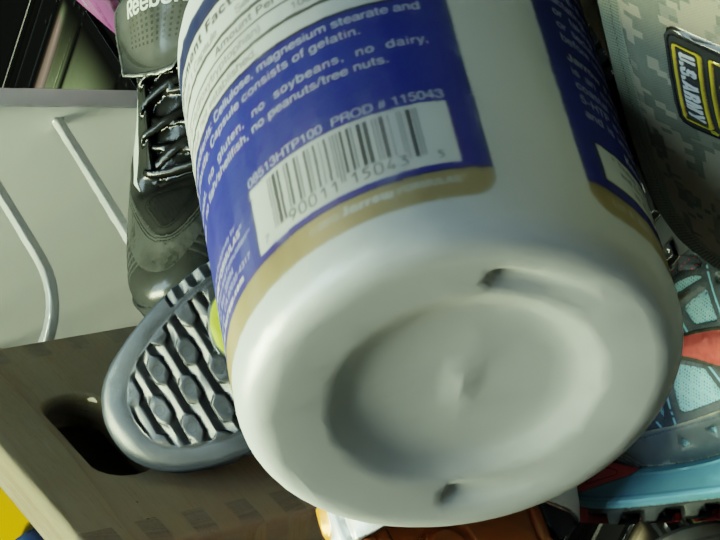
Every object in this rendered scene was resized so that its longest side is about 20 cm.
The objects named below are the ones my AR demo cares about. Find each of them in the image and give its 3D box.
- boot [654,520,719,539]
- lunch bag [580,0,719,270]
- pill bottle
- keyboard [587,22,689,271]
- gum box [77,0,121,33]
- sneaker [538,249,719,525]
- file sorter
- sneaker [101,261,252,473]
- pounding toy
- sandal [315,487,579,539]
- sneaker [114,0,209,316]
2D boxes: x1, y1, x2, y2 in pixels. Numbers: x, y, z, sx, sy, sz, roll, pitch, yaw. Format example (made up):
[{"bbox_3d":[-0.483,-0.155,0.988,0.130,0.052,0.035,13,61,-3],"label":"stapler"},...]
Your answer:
[{"bbox_3d":[0.122,0.191,0.796,0.151,0.073,0.201,44,133,49],"label":"boot"},{"bbox_3d":[0.115,-0.091,0.706,0.164,0.117,0.200,71,180,-47],"label":"lunch bag"},{"bbox_3d":[0.011,-0.040,0.747,0.120,0.119,0.200,-59,30,38],"label":"pill bottle"},{"bbox_3d":[0.094,-0.061,0.887,0.104,0.039,0.201,-51,49,45],"label":"keyboard"},{"bbox_3d":[-0.128,-0.180,1.091,0.113,0.200,0.066,41,81,23],"label":"gum box"},{"bbox_3d":[0.123,0.025,0.810,0.200,0.079,0.096,-14,78,47],"label":"sneaker"},{"bbox_3d":[-0.122,0.018,1.081,0.125,0.199,0.139,53,132,38],"label":"file sorter"},{"bbox_3d":[0.000,0.000,0.911,0.200,0.078,0.066,-41,83,2],"label":"sneaker"},{"bbox_3d":[-0.113,0.133,0.972,0.200,0.142,0.185,38,131,52],"label":"pounding toy"},{"bbox_3d":[0.019,0.020,0.807,0.059,0.079,0.207,-43,58,47],"label":"sandal"},{"bbox_3d":[-0.064,-0.069,1.011,0.066,0.091,0.201,-13,42,28],"label":"sneaker"}]
